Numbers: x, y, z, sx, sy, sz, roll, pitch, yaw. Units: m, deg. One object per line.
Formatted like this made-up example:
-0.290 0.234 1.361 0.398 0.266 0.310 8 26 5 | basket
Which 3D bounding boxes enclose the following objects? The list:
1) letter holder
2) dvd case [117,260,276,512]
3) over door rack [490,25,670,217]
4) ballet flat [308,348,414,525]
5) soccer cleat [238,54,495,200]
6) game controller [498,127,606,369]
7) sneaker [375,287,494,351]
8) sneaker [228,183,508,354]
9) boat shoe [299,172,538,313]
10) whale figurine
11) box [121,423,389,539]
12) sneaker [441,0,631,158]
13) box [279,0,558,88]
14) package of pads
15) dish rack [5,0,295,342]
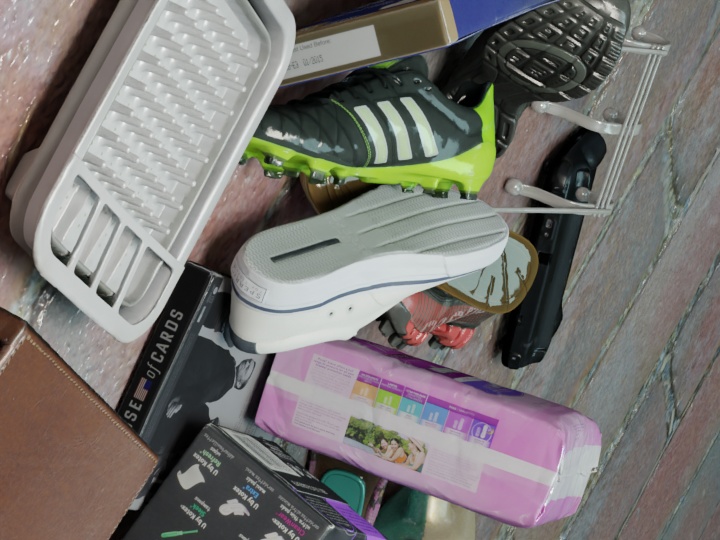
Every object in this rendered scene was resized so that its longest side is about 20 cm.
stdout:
-0.197 0.096 1.145 0.143 0.100 0.200 -59 158 -12 | letter holder
-0.091 0.079 1.509 0.151 0.025 0.200 -66 160 0 | dvd case
0.136 -0.111 1.811 0.199 0.066 0.149 -8 121 -50 | over door rack
-0.001 0.126 1.736 0.071 0.069 0.201 -66 174 -61 | ballet flat
0.000 -0.089 1.440 0.199 0.067 0.082 5 90 -41 | soccer cleat
0.155 -0.018 1.995 0.104 0.042 0.201 -59 164 -59 | game controller
0.055 0.004 1.682 0.098 0.071 0.200 -40 165 13 | sneaker
0.000 0.000 1.483 0.199 0.073 0.071 -12 139 -34 | sneaker
0.026 -0.032 1.565 0.200 0.066 0.074 34 86 -38 | boat shoe
0.037 0.213 1.898 0.160 0.103 0.201 89 8 -48 | whale figurine
-0.093 0.206 1.482 0.201 0.106 0.122 -54 159 2 | box
0.111 -0.148 1.620 0.200 0.076 0.091 -32 -153 52 | sneaker
0.041 -0.150 1.452 0.200 0.120 0.033 -27 103 -58 | box
0.045 0.098 1.547 0.120 0.199 0.076 14 94 -73 | package of pads
-0.110 -0.075 1.266 0.201 0.043 0.172 -62 158 -10 | dish rack
